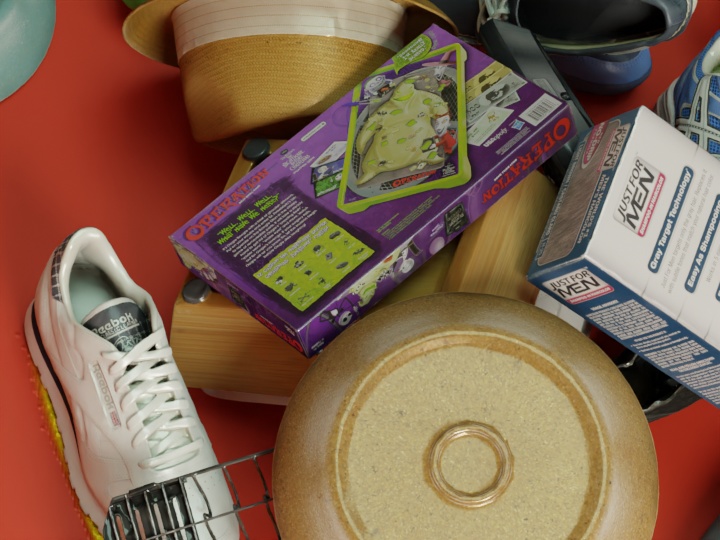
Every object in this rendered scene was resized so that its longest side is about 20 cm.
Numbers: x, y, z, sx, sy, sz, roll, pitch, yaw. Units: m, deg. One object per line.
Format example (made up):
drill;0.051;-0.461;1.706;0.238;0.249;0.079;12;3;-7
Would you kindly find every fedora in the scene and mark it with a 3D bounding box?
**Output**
fedora;-0.042;-0.113;1.621;0.199;0.201;0.082;5;78;-15

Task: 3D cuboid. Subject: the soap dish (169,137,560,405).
soap dish;0.000;0.000;1.550;0.199;0.081;0.158;4;50;24

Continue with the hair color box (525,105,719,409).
hair color box;0.196;0.008;1.531;0.199;0.060;0.100;34;63;-21

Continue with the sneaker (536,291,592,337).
sneaker;0.061;0.063;1.596;0.115;0.074;0.201;14;55;9

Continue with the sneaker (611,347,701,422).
sneaker;0.209;0.041;1.625;0.199;0.104;0.060;-26;81;-30

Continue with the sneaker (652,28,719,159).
sneaker;0.223;-0.074;1.703;0.075;0.077;0.201;14;36;-18

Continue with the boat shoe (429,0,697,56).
boat shoe;0.106;-0.163;1.721;0.199;0.075;0.062;8;27;18

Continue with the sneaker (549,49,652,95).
sneaker;0.116;-0.198;1.782;0.074;0.082;0.200;-30;73;-34

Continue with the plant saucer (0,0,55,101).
plant saucer;-0.277;-0.177;1.664;0.199;0.036;0.201;9;54;-12

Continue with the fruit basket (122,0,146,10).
fruit basket;-0.085;-0.245;1.737;0.214;0.156;0.217;0;94;3

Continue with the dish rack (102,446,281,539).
dish rack;-0.031;0.160;1.444;0.199;0.055;0.154;-17;73;0

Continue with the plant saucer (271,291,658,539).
plant saucer;0.055;0.101;1.412;0.199;0.035;0.202;1;72;-2

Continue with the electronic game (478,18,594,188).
electronic game;0.128;-0.062;1.638;0.041;0.200;0.201;-33;66;6

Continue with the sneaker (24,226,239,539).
sneaker;-0.123;0.073;1.511;0.076;0.081;0.201;-19;66;-31

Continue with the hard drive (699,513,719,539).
hard drive;0.255;0.182;1.584;0.135;0.042;0.200;37;53;9

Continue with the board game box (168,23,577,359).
board game box;0.007;-0.046;1.514;0.200;0.032;0.120;-39;50;-17
